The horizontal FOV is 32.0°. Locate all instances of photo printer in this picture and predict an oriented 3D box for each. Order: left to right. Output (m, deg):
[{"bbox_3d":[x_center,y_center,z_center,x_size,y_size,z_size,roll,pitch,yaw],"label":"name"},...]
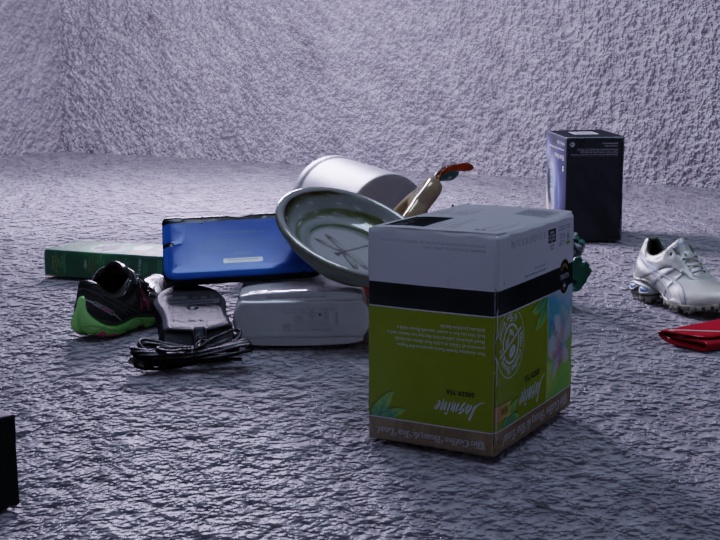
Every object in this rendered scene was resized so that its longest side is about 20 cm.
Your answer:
[{"bbox_3d":[-0.074,0.042,1.574,0.163,0.071,0.200,-1,9,-3],"label":"photo printer"}]

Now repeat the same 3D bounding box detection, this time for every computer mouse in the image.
[{"bbox_3d":[-0.198,0.074,1.455,0.136,0.054,0.200,-2,21,-9],"label":"computer mouse"}]

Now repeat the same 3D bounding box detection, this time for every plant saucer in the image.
[{"bbox_3d":[-0.014,-0.030,1.533,0.197,0.051,0.201,16,30,-9],"label":"plant saucer"}]

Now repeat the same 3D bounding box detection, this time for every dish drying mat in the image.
[{"bbox_3d":[0.465,0.075,1.596,0.198,0.019,0.076,-8,12,-42],"label":"dish drying mat"}]

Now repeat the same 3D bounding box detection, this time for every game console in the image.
[{"bbox_3d":[-0.154,-0.008,1.618,0.197,0.120,0.172,-4,41,-7],"label":"game console"}]

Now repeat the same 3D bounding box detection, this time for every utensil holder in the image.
[{"bbox_3d":[-0.001,-0.097,2.103,0.168,0.173,0.199,-4,12,-29],"label":"utensil holder"}]

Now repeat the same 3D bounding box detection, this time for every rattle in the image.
[{"bbox_3d":[0.049,-0.119,1.836,0.142,0.201,0.130,40,9,7],"label":"rattle"}]

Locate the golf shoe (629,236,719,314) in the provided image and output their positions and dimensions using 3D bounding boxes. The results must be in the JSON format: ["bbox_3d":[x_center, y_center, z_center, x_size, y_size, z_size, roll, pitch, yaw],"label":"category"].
[{"bbox_3d":[0.454,0.005,1.769,0.077,0.099,0.199,-3,12,-30],"label":"golf shoe"}]

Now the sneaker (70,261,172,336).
[{"bbox_3d":[-0.292,0.028,1.588,0.076,0.085,0.200,5,11,18],"label":"sneaker"}]

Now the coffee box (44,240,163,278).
[{"bbox_3d":[-0.375,-0.015,1.948,0.197,0.045,0.123,3,10,10],"label":"coffee box"}]

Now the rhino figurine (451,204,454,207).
[{"bbox_3d":[0.117,-0.045,1.863,0.087,0.061,0.199,16,-31,-33],"label":"rhino figurine"}]

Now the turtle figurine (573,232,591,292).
[{"bbox_3d":[0.257,-0.009,1.815,0.147,0.102,0.200,-6,7,-6],"label":"turtle figurine"}]

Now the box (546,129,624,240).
[{"bbox_3d":[0.437,-0.170,2.469,0.121,0.202,0.200,-2,9,-2],"label":"box"}]

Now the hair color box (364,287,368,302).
[{"bbox_3d":[0.000,0.000,1.736,0.198,0.062,0.102,7,45,32],"label":"hair color box"}]

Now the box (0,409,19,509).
[{"bbox_3d":[-0.378,0.140,0.967,0.198,0.080,0.140,9,15,40],"label":"box"}]

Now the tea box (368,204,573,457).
[{"bbox_3d":[0.107,0.048,1.182,0.132,0.200,0.199,6,11,29],"label":"tea box"}]
